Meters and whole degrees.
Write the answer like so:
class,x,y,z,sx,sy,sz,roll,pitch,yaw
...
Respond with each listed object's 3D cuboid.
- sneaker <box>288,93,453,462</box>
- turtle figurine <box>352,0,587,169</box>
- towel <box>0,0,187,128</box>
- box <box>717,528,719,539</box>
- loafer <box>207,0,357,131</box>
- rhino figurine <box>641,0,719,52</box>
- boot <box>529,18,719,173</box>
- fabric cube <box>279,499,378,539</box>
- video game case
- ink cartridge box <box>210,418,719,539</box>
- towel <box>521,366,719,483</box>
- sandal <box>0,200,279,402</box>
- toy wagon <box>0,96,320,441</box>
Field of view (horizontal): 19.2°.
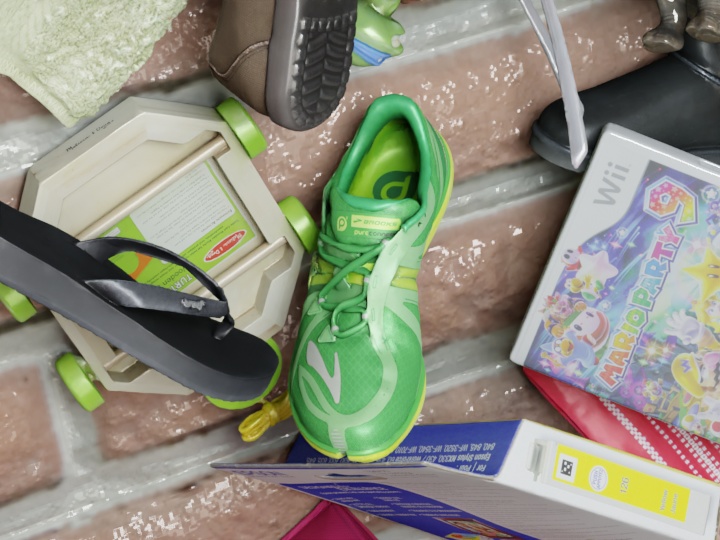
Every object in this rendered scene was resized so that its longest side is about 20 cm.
class,x,y,z,sx,sy,sz,roll,pitch,yaw
sneaker,0.000,0.000,1.072,0.074,0.201,0.084,2,152,14
turtle figurine,0.080,-0.172,1.040,0.144,0.199,0.195,-3,117,-63
towel,-0.122,-0.177,1.001,0.148,0.036,0.200,35,97,-36
box,0.260,0.102,1.257,0.106,0.152,0.201,25,102,-33
loafer,-0.037,-0.169,0.983,0.073,0.071,0.202,-1,103,-61
rhino figurine,0.167,-0.151,1.044,0.200,0.059,0.088,30,67,-47
boot,0.179,-0.154,1.139,0.164,0.066,0.201,-5,119,-31
fabric cube,0.000,0.292,1.200,0.200,0.199,0.196,-42,126,-1
video game case,0.196,0.022,1.133,0.199,0.018,0.144,22,114,1
ink cartridge box,0.055,0.111,1.144,0.199,0.197,0.047,23,72,-33
towel,0.199,0.042,1.184,0.145,0.022,0.200,48,119,5
sandal,-0.112,0.008,1.026,0.200,0.076,0.043,30,102,-34
toy wagon,-0.095,0.008,1.106,0.155,0.040,0.201,-35,125,-6
